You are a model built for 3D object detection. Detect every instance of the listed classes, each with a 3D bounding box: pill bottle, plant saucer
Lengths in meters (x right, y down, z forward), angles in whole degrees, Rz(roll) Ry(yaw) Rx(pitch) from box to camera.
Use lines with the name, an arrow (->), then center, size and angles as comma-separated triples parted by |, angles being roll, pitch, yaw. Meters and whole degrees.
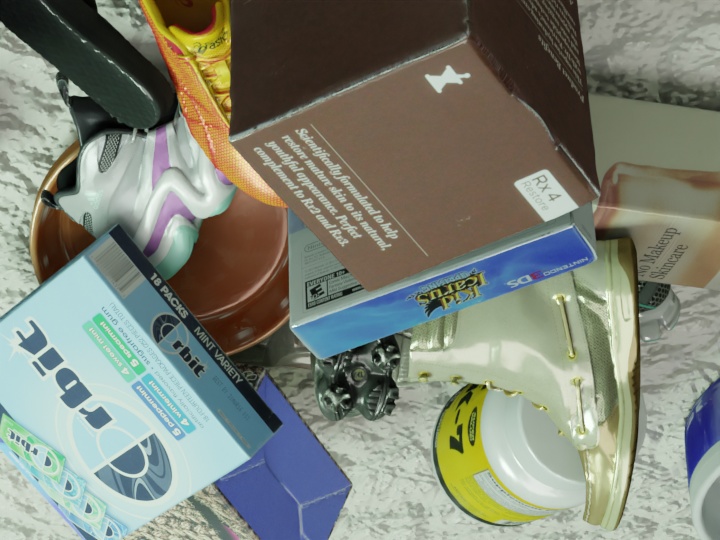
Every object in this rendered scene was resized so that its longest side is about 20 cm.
pill bottle -> 0.128, 0.118, 1.880 | 0.113, 0.115, 0.200 | 9, 166, -13
plant saucer -> -0.125, -0.025, 1.790 | 0.198, 0.032, 0.202 | -2, 125, -4

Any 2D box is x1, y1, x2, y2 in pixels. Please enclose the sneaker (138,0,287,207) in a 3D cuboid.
sneaker -> -0.089, -0.123, 1.604 | 0.073, 0.077, 0.201 | -30, 103, 4

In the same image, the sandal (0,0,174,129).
sandal -> -0.190, -0.170, 1.615 | 0.200, 0.048, 0.075 | 44, 151, -14

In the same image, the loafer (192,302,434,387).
loafer -> -0.028, 0.042, 1.892 | 0.198, 0.063, 0.073 | 5, 98, -9

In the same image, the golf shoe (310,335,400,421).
golf shoe -> 0.000, 0.000, 1.807 | 0.077, 0.095, 0.202 | 12, 103, -15

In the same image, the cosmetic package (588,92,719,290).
cosmetic package -> 0.208, -0.049, 1.750 | 0.198, 0.088, 0.104 | 7, 154, -9

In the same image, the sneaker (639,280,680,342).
sneaker -> 0.127, -0.002, 1.843 | 0.198, 0.078, 0.092 | -3, 124, -4

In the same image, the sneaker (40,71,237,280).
sneaker -> -0.129, -0.098, 1.678 | 0.139, 0.078, 0.200 | 32, 109, -20

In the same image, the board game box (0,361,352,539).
board game box -> -0.134, 0.140, 1.904 | 0.199, 0.097, 0.160 | 7, 148, 34

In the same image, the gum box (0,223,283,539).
gum box -> -0.168, 0.083, 1.748 | 0.170, 0.045, 0.200 | 51, 138, -6

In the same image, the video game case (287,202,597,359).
video game case -> 0.048, -0.055, 1.677 | 0.199, 0.182, 0.045 | -20, 138, 20

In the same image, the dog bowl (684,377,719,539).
dog bowl -> 0.348, 0.147, 2.009 | 0.198, 0.079, 0.201 | -1, 140, -1

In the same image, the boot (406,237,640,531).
boot -> 0.108, 0.075, 1.735 | 0.153, 0.072, 0.202 | 0, 110, 6

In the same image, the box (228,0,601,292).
box -> 0.030, -0.133, 1.570 | 0.163, 0.201, 0.166 | -21, 136, 22
